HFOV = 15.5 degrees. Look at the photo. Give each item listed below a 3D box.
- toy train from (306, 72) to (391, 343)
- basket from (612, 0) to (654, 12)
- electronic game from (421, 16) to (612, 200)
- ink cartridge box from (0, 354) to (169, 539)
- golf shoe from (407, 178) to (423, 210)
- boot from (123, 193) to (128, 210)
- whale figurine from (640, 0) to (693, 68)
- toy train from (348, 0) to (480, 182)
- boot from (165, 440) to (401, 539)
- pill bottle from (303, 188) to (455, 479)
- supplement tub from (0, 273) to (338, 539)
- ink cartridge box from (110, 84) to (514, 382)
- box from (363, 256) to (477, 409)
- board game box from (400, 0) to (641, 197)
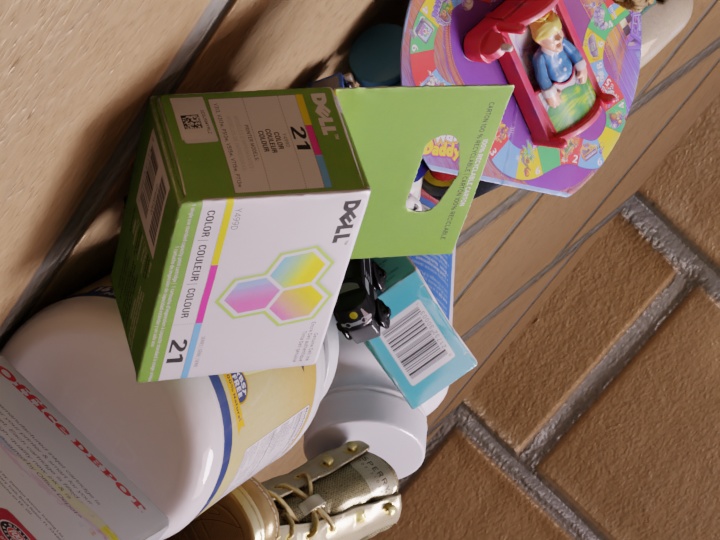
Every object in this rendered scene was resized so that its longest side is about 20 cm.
[{"bbox_3d":[-0.011,-0.044,1.536,0.034,0.201,0.046,-20,137,14],"label":"toy train"},{"bbox_3d":[0.148,-0.237,1.412,0.149,0.143,0.200,-46,172,3],"label":"basket"},{"bbox_3d":[0.101,-0.133,1.762,0.200,0.042,0.200,-46,-154,29],"label":"electronic game"},{"bbox_3d":[-0.218,0.145,1.344,0.145,0.145,0.200,-49,171,14],"label":"ink cartridge box"},{"bbox_3d":[0.015,-0.062,1.756,0.200,0.092,0.073,-49,171,3],"label":"golf shoe"},{"bbox_3d":[-0.082,-0.042,1.499,0.097,0.075,0.200,-28,171,-3],"label":"boot"},{"bbox_3d":[0.146,-0.183,1.920,0.159,0.104,0.200,-43,-165,-32],"label":"whale figurine"},{"bbox_3d":[0.069,-0.161,1.657,0.200,0.085,0.116,-50,156,-12],"label":"toy train"},{"bbox_3d":[-0.043,0.152,1.675,0.155,0.073,0.200,-22,165,-22],"label":"boot"},{"bbox_3d":[0.008,0.038,1.809,0.112,0.112,0.201,123,-24,-51],"label":"pill bottle"},{"bbox_3d":[-0.107,0.063,1.530,0.145,0.144,0.200,-51,171,27],"label":"supplement tub"},{"bbox_3d":[-0.019,-0.022,1.388,0.199,0.076,0.148,-4,141,-19],"label":"ink cartridge box"},{"bbox_3d":[0.000,0.000,1.615,0.049,0.082,0.200,-35,-149,-2],"label":"box"},{"bbox_3d":[0.112,-0.128,1.618,0.199,0.039,0.159,10,92,-39],"label":"board game box"}]
